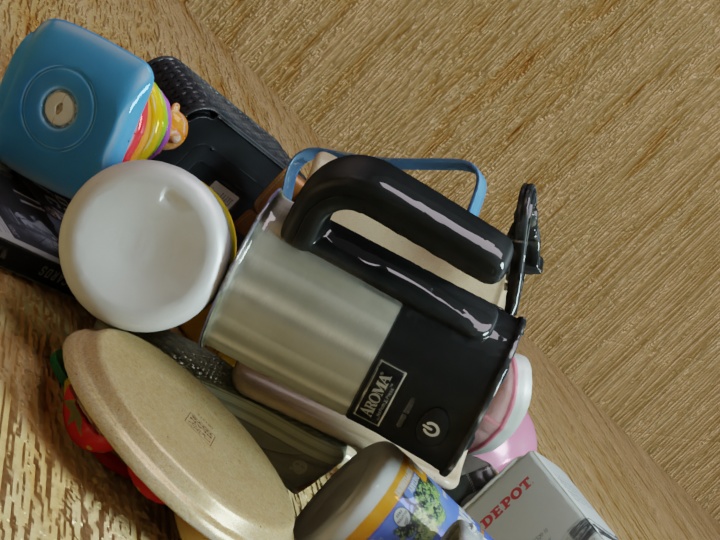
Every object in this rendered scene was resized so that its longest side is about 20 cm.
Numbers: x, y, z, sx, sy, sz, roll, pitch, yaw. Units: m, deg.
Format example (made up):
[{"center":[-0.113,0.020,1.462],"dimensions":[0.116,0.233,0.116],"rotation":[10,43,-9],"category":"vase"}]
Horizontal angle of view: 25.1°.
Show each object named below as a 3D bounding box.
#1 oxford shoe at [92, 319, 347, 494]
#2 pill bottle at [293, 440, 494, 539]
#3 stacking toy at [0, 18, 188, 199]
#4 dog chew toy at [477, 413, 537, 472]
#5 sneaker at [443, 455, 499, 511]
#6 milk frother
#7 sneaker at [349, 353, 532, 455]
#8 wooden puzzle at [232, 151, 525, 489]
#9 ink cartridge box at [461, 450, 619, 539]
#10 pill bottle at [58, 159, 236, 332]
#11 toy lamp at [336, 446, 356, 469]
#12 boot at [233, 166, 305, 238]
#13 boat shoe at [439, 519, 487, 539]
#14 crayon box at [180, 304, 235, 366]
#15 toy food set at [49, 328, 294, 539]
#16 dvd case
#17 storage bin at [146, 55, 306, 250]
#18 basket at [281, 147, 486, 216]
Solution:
[{"center":[-0.105,0.096,1.134],"dimensions":[0.199,0.058,0.075],"rotation":[31,16,-3],"category":"oxford shoe"},{"center":[0.051,0.221,1.094],"dimensions":[0.200,0.112,0.112],"rotation":[44,8,-9],"category":"pill bottle"},{"center":[-0.184,-0.117,1.244],"dimensions":[0.109,0.117,0.200],"rotation":[27,9,17],"category":"stacking toy"},{"center":[0.139,0.215,1.582],"dimensions":[0.201,0.124,0.124],"rotation":[57,11,19],"category":"dog chew toy"},{"center":[0.085,0.198,1.395],"dimensions":[0.200,0.079,0.074],"rotation":[78,-11,-80],"category":"sneaker"},{"center":[0.022,0.004,1.090],"dimensions":[0.187,0.181,0.200],"rotation":[28,18,1],"category":"milk frother"},{"center":[0.055,0.120,1.383],"dimensions":[0.104,0.200,0.076],"rotation":[13,62,-30],"category":"sneaker"},{"center":[0.016,0.036,1.172],"dimensions":[0.184,0.201,0.037],"rotation":[27,-25,-16],"category":"wooden puzzle"},{"center":[0.153,0.266,1.270],"dimensions":[0.200,0.145,0.083],"rotation":[52,11,35],"category":"ink cartridge box"},{"center":[-0.139,-0.016,1.102],"dimensions":[0.109,0.109,0.200],"rotation":[45,-1,-2],"category":"pill bottle"},{"center":[-0.038,0.131,1.278],"dimensions":[0.200,0.058,0.058],"rotation":[36,12,-46],"category":"toy lamp"},{"center":[-0.011,-0.031,1.390],"dimensions":[0.156,0.200,0.077],"rotation":[53,42,0],"category":"boot"},{"center":[0.033,0.218,0.962],"dimensions":[0.065,0.074,0.202],"rotation":[49,39,6],"category":"boat shoe"},{"center":[-0.104,0.044,1.383],"dimensions":[0.200,0.052,0.126],"rotation":[37,12,-51],"category":"crayon box"},{"center":[-0.114,0.114,1.001],"dimensions":[0.200,0.049,0.198],"rotation":[43,8,-20],"category":"toy food set"},{"center":[-0.243,-0.039,1.180],"dimensions":[0.151,0.025,0.200],"rotation":[51,10,29],"category":"dvd case"},{"center":[-0.148,-0.083,1.476],"dimensions":[0.200,0.135,0.094],"rotation":[37,12,-48],"category":"storage bin"},{"center":[0.000,0.000,1.282],"dimensions":[0.175,0.201,0.139],"rotation":[5,-24,29],"category":"basket"}]
